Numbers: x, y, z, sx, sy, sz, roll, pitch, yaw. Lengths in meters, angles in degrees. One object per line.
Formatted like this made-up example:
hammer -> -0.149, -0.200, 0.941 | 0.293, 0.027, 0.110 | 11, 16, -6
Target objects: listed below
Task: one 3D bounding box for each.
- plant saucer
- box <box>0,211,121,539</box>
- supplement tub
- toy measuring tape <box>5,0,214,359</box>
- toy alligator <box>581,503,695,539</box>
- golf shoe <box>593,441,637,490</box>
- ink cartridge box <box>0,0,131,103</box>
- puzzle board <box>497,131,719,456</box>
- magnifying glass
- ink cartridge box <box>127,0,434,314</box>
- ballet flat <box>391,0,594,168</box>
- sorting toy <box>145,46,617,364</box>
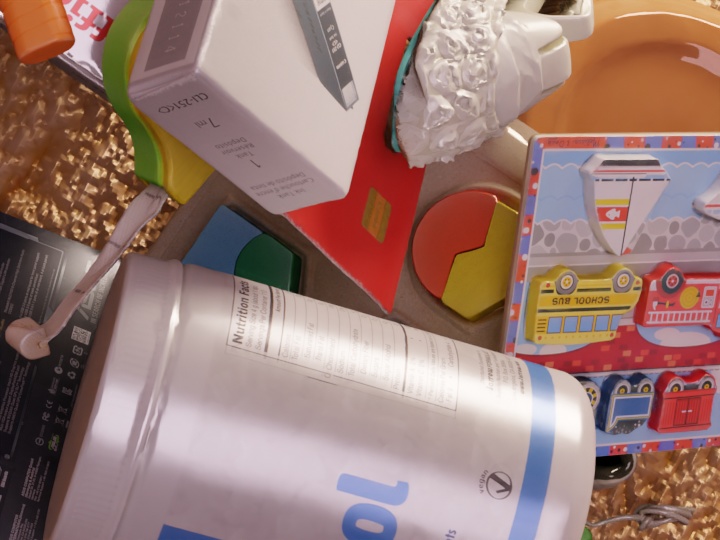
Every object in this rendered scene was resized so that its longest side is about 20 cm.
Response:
plant saucer -> 0.146, -0.045, 1.065 | 0.200, 0.037, 0.201 | 5, 71, -15
box -> -0.200, 0.053, 0.954 | 0.157, 0.051, 0.200 | 22, 48, -16
supplement tub -> -0.017, 0.080, 0.904 | 0.200, 0.132, 0.132 | 15, 89, -9
toy measuring tape -> -0.097, -0.058, 0.935 | 0.074, 0.074, 0.200 | 41, 81, -13
toy alligator -> 0.067, 0.133, 1.072 | 0.200, 0.059, 0.054 | 6, 82, -14
golf shoe -> 0.054, 0.035, 1.049 | 0.200, 0.097, 0.078 | 35, 87, -12
ink cartridge box -> -0.107, -0.194, 1.001 | 0.146, 0.086, 0.200 | 35, 86, -13
puzzle board -> 0.152, 0.012, 1.008 | 0.200, 0.017, 0.151 | -2, 110, -29
magnifying glass -> -0.163, -0.181, 0.931 | 0.079, 0.022, 0.200 | -21, 80, 2
ink cartridge box -> -0.004, -0.110, 0.936 | 0.176, 0.045, 0.200 | 39, 52, -38
ballet flat -> 0.068, -0.108, 0.991 | 0.072, 0.200, 0.072 | 9, 123, 14
sorting toy -> 0.000, 0.000, 1.011 | 0.185, 0.036, 0.200 | 35, 86, 16
